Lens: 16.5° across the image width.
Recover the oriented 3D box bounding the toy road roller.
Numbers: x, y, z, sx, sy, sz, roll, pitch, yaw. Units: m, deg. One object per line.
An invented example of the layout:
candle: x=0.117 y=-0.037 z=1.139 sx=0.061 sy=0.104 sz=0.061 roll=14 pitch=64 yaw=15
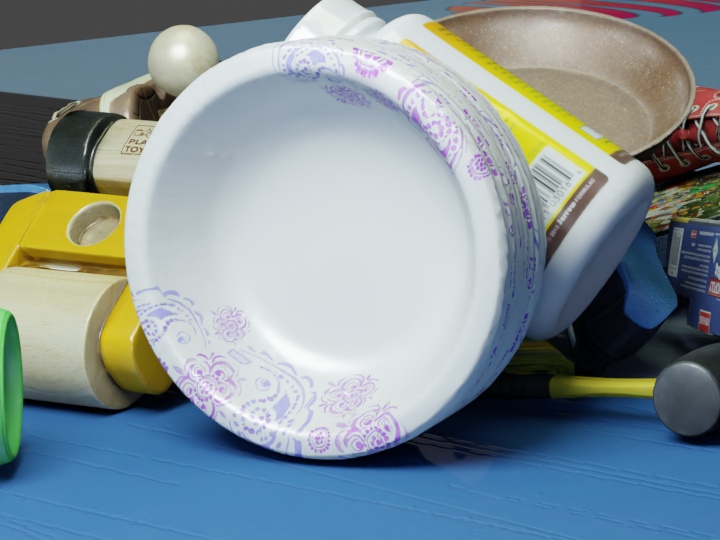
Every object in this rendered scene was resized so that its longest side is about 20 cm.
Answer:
toy road roller: x=-0.119 y=0.013 z=1.384 sx=0.122 sy=0.146 sz=0.201 roll=5 pitch=50 yaw=30

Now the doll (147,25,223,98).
doll: x=-0.053 y=-0.086 z=1.430 sx=0.136 sy=0.049 sz=0.200 roll=19 pitch=-6 yaw=42

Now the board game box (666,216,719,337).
board game box: x=0.278 y=0.014 z=1.353 sx=0.199 sy=0.062 sz=0.200 roll=8 pitch=2 yaw=-3

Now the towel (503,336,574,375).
towel: x=0.057 y=0.038 z=1.425 sx=0.086 sy=0.018 sz=0.200 roll=0 pitch=10 yaw=-10

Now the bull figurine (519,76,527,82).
bull figurine: x=0.042 y=-0.050 z=1.561 sx=0.199 sy=0.122 sz=0.065 roll=-8 pitch=37 yaw=17

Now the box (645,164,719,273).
box: x=0.203 y=-0.027 z=1.587 sx=0.136 sy=0.038 sz=0.200 roll=-16 pitch=8 yaw=11

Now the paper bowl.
paper bowl: x=-0.007 y=-0.015 z=1.220 sx=0.200 sy=0.202 sz=0.104 roll=3 pitch=10 yaw=23

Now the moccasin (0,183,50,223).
moccasin: x=-0.243 y=-0.017 z=1.561 sx=0.080 sy=0.069 sz=0.200 roll=0 pitch=-2 yaw=-35

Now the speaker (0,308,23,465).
speaker: x=-0.265 y=0.058 z=1.189 sx=0.199 sy=0.089 sz=0.088 roll=-2 pitch=11 yaw=0

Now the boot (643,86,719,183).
boot: x=0.188 y=-0.085 z=1.629 sx=0.199 sy=0.073 sz=0.144 roll=-17 pitch=8 yaw=-26

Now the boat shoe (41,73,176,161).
boat shoe: x=-0.146 y=-0.083 z=1.546 sx=0.074 sy=0.075 sz=0.202 roll=-15 pitch=-4 yaw=11

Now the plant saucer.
plant saucer: x=0.095 y=-0.093 z=1.447 sx=0.199 sy=0.037 sz=0.201 roll=-2 pitch=34 yaw=2

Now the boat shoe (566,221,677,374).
boat shoe: x=0.124 y=-0.006 z=1.421 sx=0.084 sy=0.069 sz=0.200 roll=37 pitch=17 yaw=-10

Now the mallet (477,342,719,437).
mallet: x=0.102 y=0.060 z=1.259 sx=0.199 sy=0.041 sz=0.066 roll=-1 pitch=7 yaw=23

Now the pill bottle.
pill bottle: x=0.047 y=-0.060 z=1.307 sx=0.200 sy=0.110 sz=0.109 roll=36 pitch=23 yaw=14
